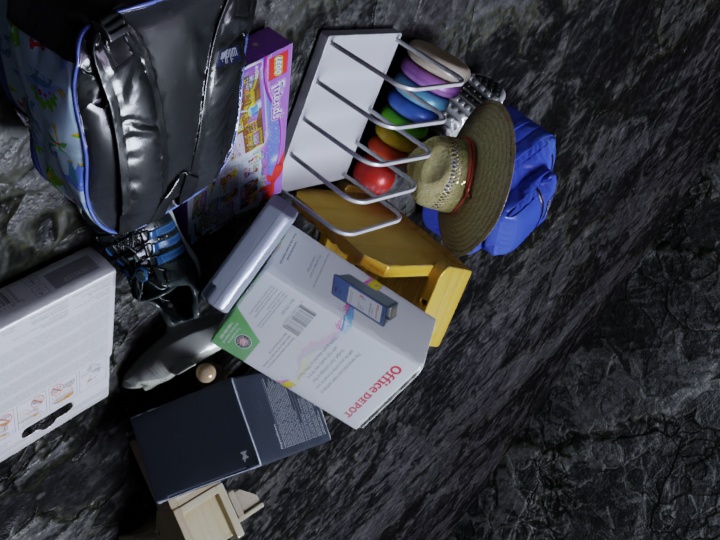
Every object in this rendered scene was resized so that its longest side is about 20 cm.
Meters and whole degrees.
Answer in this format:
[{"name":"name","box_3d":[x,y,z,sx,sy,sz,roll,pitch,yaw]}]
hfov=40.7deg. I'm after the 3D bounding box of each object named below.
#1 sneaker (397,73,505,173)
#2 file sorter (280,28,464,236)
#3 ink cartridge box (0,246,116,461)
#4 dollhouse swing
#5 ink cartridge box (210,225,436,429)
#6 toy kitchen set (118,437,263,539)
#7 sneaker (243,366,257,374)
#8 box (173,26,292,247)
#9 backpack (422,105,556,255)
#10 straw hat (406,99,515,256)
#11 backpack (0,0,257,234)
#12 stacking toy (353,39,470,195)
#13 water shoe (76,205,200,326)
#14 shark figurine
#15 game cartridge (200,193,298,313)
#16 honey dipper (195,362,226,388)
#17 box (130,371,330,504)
[{"name":"sneaker","box_3d":[0.116,-0.199,1.319,0.200,0.075,0.081,-37,165,-25]},{"name":"file sorter","box_3d":[0.007,-0.155,1.104,0.139,0.125,0.200,-19,140,-51]},{"name":"ink cartridge box","box_3d":[-0.320,0.088,0.951,0.161,0.050,0.200,-32,153,-39]},{"name":"dollhouse swing","box_3d":[0.000,0.000,1.215,0.176,0.200,0.182,-18,139,-42]},{"name":"ink cartridge box","box_3d":[-0.040,0.067,1.072,0.145,0.200,0.088,-49,-169,41]},{"name":"toy kitchen set","box_3d":[-0.240,0.284,1.328,0.163,0.181,0.200,-26,-175,-40]},{"name":"sneaker","box_3d":[-0.157,0.171,1.336,0.088,0.075,0.200,27,97,-45]},{"name":"box","box_3d":[-0.135,-0.132,0.982,0.137,0.039,0.200,-35,151,-34]},{"name":"backpack","box_3d":[0.209,-0.131,1.453,0.200,0.168,0.163,-43,161,-29]},{"name":"straw hat","box_3d":[0.102,-0.117,1.181,0.085,0.201,0.201,10,123,-19]},{"name":"backpack","box_3d":[-0.180,-0.146,0.748,0.183,0.147,0.200,-34,147,-37]},{"name":"stacking toy","box_3d":[0.055,-0.180,1.206,0.085,0.085,0.200,-9,133,-57]},{"name":"water shoe","box_3d":[-0.202,-0.014,0.937,0.071,0.079,0.200,-21,148,8]},{"name":"shark figurine","box_3d":[-0.180,0.059,1.128,0.214,0.090,0.128,-29,-178,-28]},{"name":"game cartridge","box_3d":[-0.118,-0.019,1.031,0.133,0.040,0.200,-58,-173,-4]},{"name":"honey dipper","box_3d":[-0.179,0.127,1.165,0.038,0.038,0.200,-48,180,-11]},{"name":"box","box_3d":[-0.152,0.193,1.180,0.148,0.107,0.200,-23,172,19]}]
